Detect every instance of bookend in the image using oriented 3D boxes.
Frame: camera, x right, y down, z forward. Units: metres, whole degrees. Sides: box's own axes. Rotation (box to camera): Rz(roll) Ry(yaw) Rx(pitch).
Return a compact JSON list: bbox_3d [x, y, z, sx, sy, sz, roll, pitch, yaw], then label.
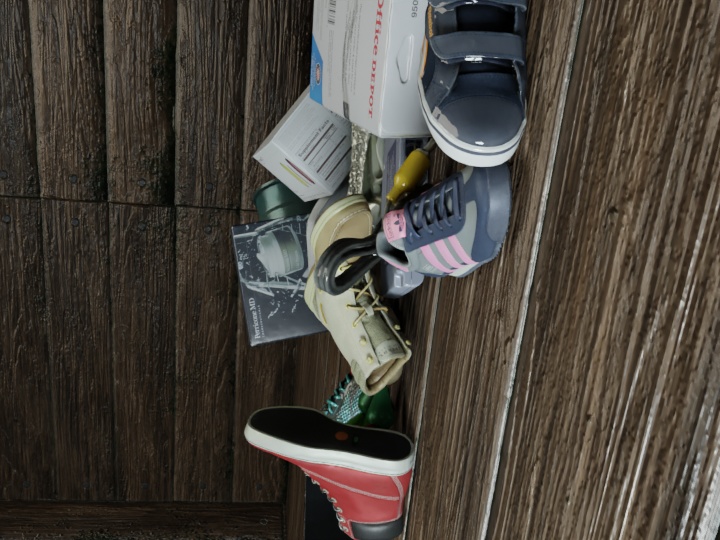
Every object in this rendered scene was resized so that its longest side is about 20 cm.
[{"bbox_3d":[-0.054,0.370,1.366,0.200,0.090,0.203,118,154,-75],"label":"bookend"}]

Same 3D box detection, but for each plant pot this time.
[{"bbox_3d":[-0.099,-0.054,1.562,0.201,0.196,0.200,115,148,-71],"label":"plant pot"}]

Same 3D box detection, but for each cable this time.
[{"bbox_3d":[0.018,-0.037,0.779,0.200,0.050,0.098,-42,-32,-30],"label":"cable"}]

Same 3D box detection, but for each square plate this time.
[{"bbox_3d":[-0.037,-0.069,1.252,0.200,0.028,0.201,90,-158,-47],"label":"square plate"}]

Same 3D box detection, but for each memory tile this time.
[{"bbox_3d":[0.000,0.000,1.076,0.155,0.017,0.200,62,177,-16],"label":"memory tile"}]

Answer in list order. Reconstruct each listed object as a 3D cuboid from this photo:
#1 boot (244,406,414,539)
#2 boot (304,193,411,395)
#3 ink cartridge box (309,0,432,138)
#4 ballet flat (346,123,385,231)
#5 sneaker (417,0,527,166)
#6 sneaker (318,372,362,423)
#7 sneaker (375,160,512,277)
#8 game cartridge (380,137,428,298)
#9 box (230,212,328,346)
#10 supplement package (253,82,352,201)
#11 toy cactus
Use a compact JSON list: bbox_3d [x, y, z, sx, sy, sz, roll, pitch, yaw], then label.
[{"bbox_3d":[-0.042,0.240,0.937,0.073,0.196,0.147,-56,-24,-59],"label":"boot"},{"bbox_3d":[0.002,0.030,0.897,0.156,0.071,0.202,58,152,29],"label":"boot"},{"bbox_3d":[0.020,-0.229,0.841,0.200,0.083,0.147,-137,47,-58],"label":"ink cartridge box"},{"bbox_3d":[0.019,-0.111,1.063,0.072,0.070,0.204,-122,29,-77],"label":"ballet flat"},{"bbox_3d":[0.079,-0.171,0.578,0.080,0.077,0.203,94,177,-57],"label":"sneaker"},{"bbox_3d":[-0.019,0.194,1.161,0.078,0.089,0.204,-142,55,-80],"label":"sneaker"},{"bbox_3d":[0.062,-0.036,0.651,0.200,0.080,0.072,115,156,-71],"label":"sneaker"},{"bbox_3d":[0.049,-0.074,0.952,0.133,0.040,0.204,146,127,-77],"label":"game cartridge"},{"bbox_3d":[-0.111,0.011,1.399,0.124,0.193,0.204,169,91,-81],"label":"box"},{"bbox_3d":[-0.056,-0.197,1.177,0.157,0.111,0.200,-52,12,-8],"label":"supplement package"},{"bbox_3d":[0.011,0.141,1.013,0.201,0.100,0.167,-84,10,-57],"label":"toy cactus"}]
